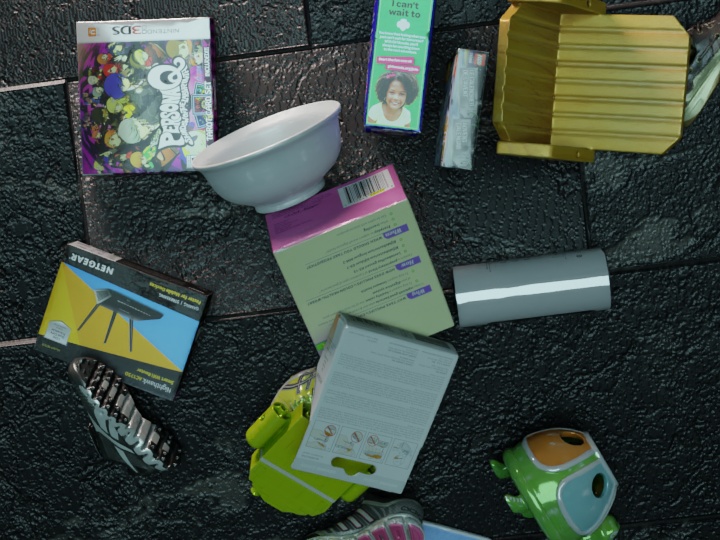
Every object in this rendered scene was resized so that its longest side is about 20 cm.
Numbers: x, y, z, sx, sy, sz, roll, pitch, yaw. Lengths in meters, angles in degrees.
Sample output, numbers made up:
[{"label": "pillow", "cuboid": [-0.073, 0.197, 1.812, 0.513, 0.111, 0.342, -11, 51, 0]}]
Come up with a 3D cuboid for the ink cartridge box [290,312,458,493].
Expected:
[{"label": "ink cartridge box", "cuboid": [0.014, 0.166, 1.624, 0.161, 0.050, 0.202, 16, 108, -21]}]

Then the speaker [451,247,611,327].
[{"label": "speaker", "cuboid": [0.216, 0.022, 1.666, 0.198, 0.081, 0.082, -7, 94, 4]}]

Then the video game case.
[{"label": "video game case", "cuboid": [-0.277, -0.226, 1.702, 0.179, 0.036, 0.203, -1, 94, 4]}]

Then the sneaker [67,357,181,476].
[{"label": "sneaker", "cuboid": [-0.327, 0.201, 1.703, 0.090, 0.067, 0.200, -27, 116, 25]}]

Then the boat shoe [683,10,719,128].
[{"label": "boat shoe", "cuboid": [0.433, -0.279, 1.633, 0.064, 0.073, 0.202, 26, 96, -4]}]

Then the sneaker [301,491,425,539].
[{"label": "sneaker", "cuboid": [0.004, 0.344, 1.714, 0.199, 0.088, 0.074, -24, 111, 27]}]

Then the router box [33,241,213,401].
[{"label": "router box", "cuboid": [-0.311, 0.066, 1.717, 0.198, 0.051, 0.151, 20, 97, 2]}]

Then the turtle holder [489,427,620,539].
[{"label": "turtle holder", "cuboid": [0.262, 0.287, 1.654, 0.131, 0.141, 0.187, -32, 91, 4]}]

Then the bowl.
[{"label": "bowl", "cuboid": [-0.103, -0.132, 1.628, 0.199, 0.201, 0.091, -21, 107, 5]}]

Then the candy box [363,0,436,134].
[{"label": "candy box", "cuboid": [0.049, -0.270, 1.611, 0.076, 0.169, 0.203, 5, 95, 0]}]

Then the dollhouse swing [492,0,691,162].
[{"label": "dollhouse swing", "cuboid": [0.285, -0.234, 1.594, 0.174, 0.181, 0.203, 8, 96, 37]}]

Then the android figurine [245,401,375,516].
[{"label": "android figurine", "cuboid": [-0.064, 0.244, 1.690, 0.181, 0.041, 0.200, 31, 119, -19]}]

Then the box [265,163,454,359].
[{"label": "box", "cuboid": [0.000, 0.000, 1.625, 0.174, 0.097, 0.201, -22, 122, 2]}]

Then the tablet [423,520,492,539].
[{"label": "tablet", "cuboid": [0.094, 0.438, 1.740, 0.129, 0.014, 0.202, 14, 94, 3]}]

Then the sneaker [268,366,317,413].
[{"label": "sneaker", "cuboid": [-0.050, 0.155, 1.696, 0.200, 0.076, 0.076, -42, 93, 7]}]

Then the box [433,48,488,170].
[{"label": "box", "cuboid": [0.121, -0.193, 1.596, 0.039, 0.200, 0.139, 7, 95, 0]}]
